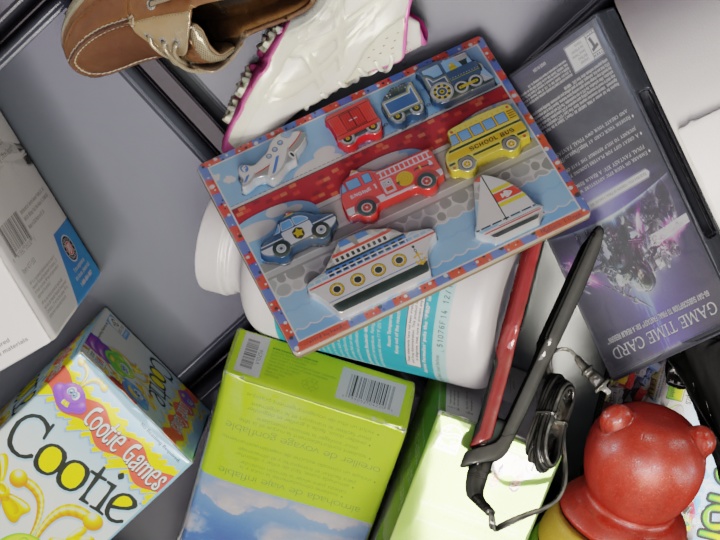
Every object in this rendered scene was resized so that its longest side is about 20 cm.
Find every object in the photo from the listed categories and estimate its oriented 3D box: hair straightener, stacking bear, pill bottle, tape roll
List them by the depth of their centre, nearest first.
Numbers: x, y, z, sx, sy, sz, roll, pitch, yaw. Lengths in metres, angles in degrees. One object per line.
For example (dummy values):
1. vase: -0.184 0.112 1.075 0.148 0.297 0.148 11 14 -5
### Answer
1. tape roll: 0.224 -0.086 1.373 0.070 0.203 0.204 -24 102 9
2. hair straightener: 0.115 0.064 1.379 0.076 0.041 0.201 18 71 -3
3. stacking bear: 0.157 0.172 1.438 0.120 0.114 0.201 16 116 0
4. pill bottle: 0.000 0.000 1.446 0.198 0.111 0.112 13 106 15

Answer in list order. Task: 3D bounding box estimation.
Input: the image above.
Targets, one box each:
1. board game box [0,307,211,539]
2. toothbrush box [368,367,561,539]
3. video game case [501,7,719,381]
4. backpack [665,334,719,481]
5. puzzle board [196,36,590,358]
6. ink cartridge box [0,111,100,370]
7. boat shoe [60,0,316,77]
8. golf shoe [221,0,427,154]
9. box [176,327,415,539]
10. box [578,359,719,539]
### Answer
1. board game box: -0.207 0.139 1.511 0.200 0.105 0.103 -43 99 12
2. toothbrush box: 0.055 0.168 1.481 0.085 0.146 0.201 18 106 -2
3. video game case: 0.154 -0.043 1.407 0.019 0.143 0.201 -23 85 -31
4. backpack: 0.288 0.112 1.414 0.126 0.167 0.201 -27 106 -12
5. puzzle board: 0.018 -0.050 1.399 0.199 0.017 0.151 -25 58 -7
6. ink cartridge box: -0.258 -0.044 1.443 0.085 0.147 0.201 -29 101 13
7. boat shoe: -0.105 -0.159 1.410 0.199 0.075 0.072 -25 64 34
8. golf shoe: -0.013 -0.141 1.441 0.091 0.075 0.201 32 106 -9
9. box: -0.045 0.135 1.496 0.121 0.048 0.201 17 134 -1
10. box: 0.197 0.147 1.524 0.109 0.035 0.202 12 105 0
